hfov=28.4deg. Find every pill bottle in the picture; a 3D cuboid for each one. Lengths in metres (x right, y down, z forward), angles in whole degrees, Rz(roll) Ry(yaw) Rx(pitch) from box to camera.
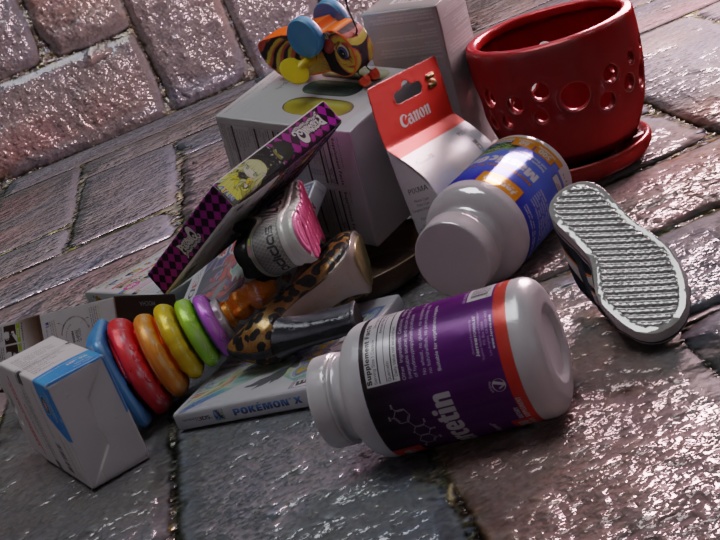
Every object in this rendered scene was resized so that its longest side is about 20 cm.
[{"bbox_3d":[0.062,0.082,1.131,0.199,0.113,0.113,-17,17,21],"label":"pill bottle"},{"bbox_3d":[0.135,-0.054,1.463,0.111,0.113,0.200,-11,20,34],"label":"pill bottle"}]

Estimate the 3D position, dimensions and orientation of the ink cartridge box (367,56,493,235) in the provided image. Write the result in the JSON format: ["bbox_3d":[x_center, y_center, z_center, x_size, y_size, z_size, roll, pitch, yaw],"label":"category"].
[{"bbox_3d":[0.095,-0.129,1.569,0.047,0.201,0.160,-13,13,36],"label":"ink cartridge box"}]

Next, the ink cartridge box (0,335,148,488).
[{"bbox_3d":[-0.296,0.135,1.427,0.068,0.117,0.200,-29,18,-25],"label":"ink cartridge box"}]

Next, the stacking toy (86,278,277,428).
[{"bbox_3d":[-0.171,0.064,1.462,0.199,0.110,0.116,-30,14,0],"label":"stacking toy"}]

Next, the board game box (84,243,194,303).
[{"bbox_3d":[-0.234,0.023,1.797,0.147,0.065,0.199,-32,20,-33],"label":"board game box"}]

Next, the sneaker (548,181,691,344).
[{"bbox_3d":[0.232,0.006,1.232,0.078,0.080,0.200,-27,41,3],"label":"sneaker"}]

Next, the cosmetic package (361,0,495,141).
[{"bbox_3d":[0.083,-0.230,1.699,0.106,0.201,0.090,1,30,30],"label":"cosmetic package"}]

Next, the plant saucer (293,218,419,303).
[{"bbox_3d":[0.000,0.000,1.607,0.199,0.037,0.201,-21,16,6],"label":"plant saucer"}]

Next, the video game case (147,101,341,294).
[{"bbox_3d":[-0.123,-0.074,1.492,0.181,0.036,0.200,-42,-2,-38],"label":"video game case"}]

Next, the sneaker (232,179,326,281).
[{"bbox_3d":[-0.088,-0.037,1.454,0.087,0.074,0.200,-22,13,6],"label":"sneaker"}]

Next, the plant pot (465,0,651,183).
[{"bbox_3d":[0.240,-0.202,1.654,0.199,0.184,0.201,-18,17,6],"label":"plant pot"}]

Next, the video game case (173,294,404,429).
[{"bbox_3d":[-0.069,0.090,1.438,0.181,0.022,0.200,-14,19,29],"label":"video game case"}]

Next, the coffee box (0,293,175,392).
[{"bbox_3d":[-0.313,0.084,1.616,0.199,0.080,0.113,-13,-6,30],"label":"coffee box"}]

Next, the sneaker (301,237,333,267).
[{"bbox_3d":[-0.064,-0.035,1.731,0.200,0.078,0.078,-34,21,-31],"label":"sneaker"}]

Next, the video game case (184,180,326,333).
[{"bbox_3d":[-0.132,-0.003,1.617,0.199,0.023,0.183,-16,46,48],"label":"video game case"}]

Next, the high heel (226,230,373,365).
[{"bbox_3d":[-0.063,0.021,1.464,0.142,0.072,0.200,-16,27,14],"label":"high heel"}]

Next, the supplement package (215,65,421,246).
[{"bbox_3d":[-0.033,-0.143,1.666,0.199,0.151,0.152,11,40,36],"label":"supplement package"}]

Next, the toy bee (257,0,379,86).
[{"bbox_3d":[-0.034,-0.248,1.613,0.131,0.109,0.200,-35,10,-17],"label":"toy bee"}]
